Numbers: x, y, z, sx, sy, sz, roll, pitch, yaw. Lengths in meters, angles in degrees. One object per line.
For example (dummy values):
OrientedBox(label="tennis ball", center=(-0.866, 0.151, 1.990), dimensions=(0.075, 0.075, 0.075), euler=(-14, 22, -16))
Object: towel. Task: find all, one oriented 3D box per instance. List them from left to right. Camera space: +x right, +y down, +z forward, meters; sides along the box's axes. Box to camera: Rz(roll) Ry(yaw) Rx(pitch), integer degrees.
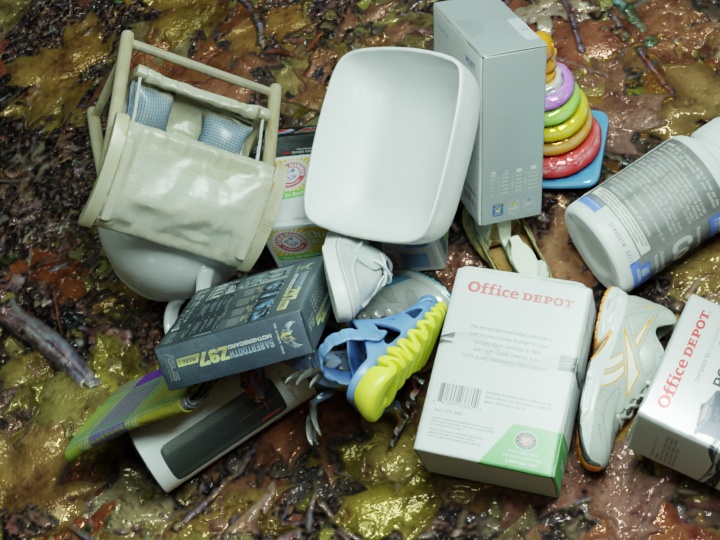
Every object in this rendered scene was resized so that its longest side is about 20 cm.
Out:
OrientedBox(label="towel", center=(-0.220, 0.137, 1.535), dimensions=(0.199, 0.023, 0.144), euler=(-24, 16, 31))

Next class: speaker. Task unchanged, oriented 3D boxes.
OrientedBox(label="speaker", center=(-0.147, 0.152, 1.545), dimensions=(0.199, 0.082, 0.081), euler=(-33, 52, -8))

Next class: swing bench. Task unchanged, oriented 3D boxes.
OrientedBox(label="swing bench", center=(-0.193, -0.128, 1.569), dimensions=(0.197, 0.130, 0.201), euler=(16, 41, -23))

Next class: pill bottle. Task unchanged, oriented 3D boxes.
OrientedBox(label="pill bottle", center=(0.329, -0.072, 1.530), dimensions=(0.199, 0.114, 0.114), euler=(-33, 52, -6))

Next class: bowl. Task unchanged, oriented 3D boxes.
OrientedBox(label="bowl", center=(0.042, -0.128, 1.497), dimensions=(0.198, 0.074, 0.203), euler=(13, 90, 44))

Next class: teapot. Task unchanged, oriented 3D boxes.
OrientedBox(label="teapot", center=(-0.225, -0.033, 1.667), dimensions=(0.196, 0.147, 0.201), euler=(32, 38, -1))

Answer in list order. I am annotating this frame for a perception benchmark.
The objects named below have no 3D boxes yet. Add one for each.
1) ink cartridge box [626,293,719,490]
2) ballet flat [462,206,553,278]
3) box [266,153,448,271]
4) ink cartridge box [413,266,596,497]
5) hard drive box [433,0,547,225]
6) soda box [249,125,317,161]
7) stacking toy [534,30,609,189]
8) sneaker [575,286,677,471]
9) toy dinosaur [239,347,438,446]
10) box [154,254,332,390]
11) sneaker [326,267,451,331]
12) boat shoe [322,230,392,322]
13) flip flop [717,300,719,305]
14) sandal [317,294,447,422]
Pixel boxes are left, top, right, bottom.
OrientedBox(label="ink cartridge box", center=(0.373, 0.134, 1.358), dimensions=(0.198, 0.085, 0.146), euler=(24, 64, 15))
OrientedBox(label="ballet flat", center=(0.165, -0.027, 1.581), dimensions=(0.070, 0.071, 0.201), euler=(-24, 51, 0))
OrientedBox(label="box", center=(-0.006, -0.066, 1.635), dimensions=(0.197, 0.113, 0.102), euler=(-5, 55, 16))
OrientedBox(label="ink cartridge box", center=(0.151, 0.111, 1.447), dimensions=(0.144, 0.084, 0.202), euler=(10, 70, 18))
OrientedBox(label="hard drive box", center=(0.138, -0.177, 1.562), dimensions=(0.076, 0.202, 0.156), euler=(-11, 34, -13))
OrientedBox(label="soda box", center=(-0.059, -0.139, 1.721), dimensions=(0.197, 0.064, 0.071), euler=(-2, 15, 16))
OrientedBox(label="stacking toy", center=(0.210, -0.191, 1.599), dimensions=(0.108, 0.201, 0.117), euler=(3, 56, 19))
OrientedBox(label="sneaker", center=(0.273, 0.111, 1.445), dimensions=(0.091, 0.076, 0.202), euler=(12, 65, 11))
OrientedBox(label="toy dinosaur", center=(-0.029, 0.114, 1.506), dimensions=(0.180, 0.106, 0.200), euler=(27, 31, 8))
OrientedBox(label="box", center=(-0.113, 0.051, 1.479), dimensions=(0.156, 0.052, 0.200), euler=(-16, 15, 10))
OrientedBox(label="sneaker", center=(0.020, 0.042, 1.576), dimensions=(0.198, 0.077, 0.081), euler=(8, 56, 34))
OrientedBox(label="boat shoe", center=(0.000, 0.000, 1.490), dimensions=(0.068, 0.073, 0.200), euler=(-11, 11, 4))
OrientedBox(label="flip flop", center=(0.443, 0.013, 1.474), dimensions=(0.200, 0.058, 0.081), euler=(-46, 58, 2))
OrientedBox(label="sandal", center=(0.023, 0.071, 1.434), dimensions=(0.086, 0.080, 0.200), euler=(27, 29, 16))
